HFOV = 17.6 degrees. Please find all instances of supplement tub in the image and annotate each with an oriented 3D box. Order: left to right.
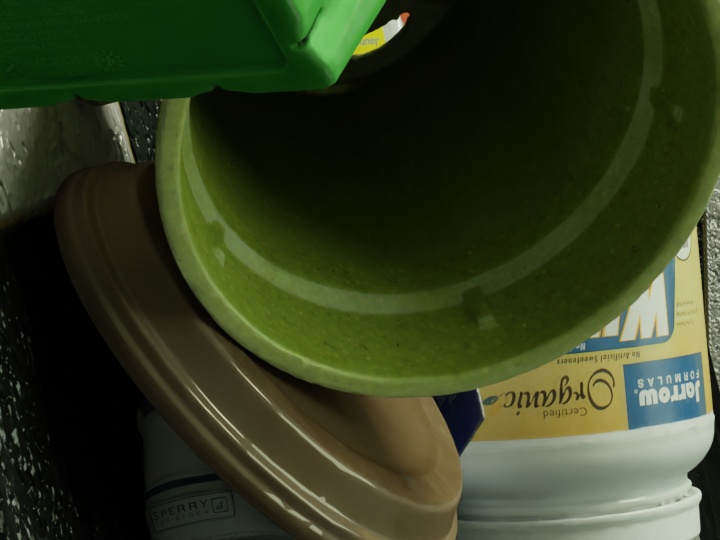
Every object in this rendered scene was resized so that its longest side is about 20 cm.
[{"bbox_3d":[0.088,0.027,1.079,0.145,0.145,0.200,-11,96,-77],"label":"supplement tub"}]

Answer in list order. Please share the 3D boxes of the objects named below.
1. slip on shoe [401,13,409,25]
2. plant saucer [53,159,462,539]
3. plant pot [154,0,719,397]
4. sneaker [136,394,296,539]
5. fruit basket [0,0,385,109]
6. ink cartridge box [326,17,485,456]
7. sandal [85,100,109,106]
[{"bbox_3d":[0.010,-0.093,1.166,0.200,0.061,0.074,150,-79,-76],"label":"slip on shoe"},{"bbox_3d":[-0.030,0.030,0.857,0.200,0.029,0.200,43,15,-14],"label":"plant saucer"},{"bbox_3d":[0.008,-0.088,0.842,0.184,0.200,0.200,-118,-176,-56],"label":"plant pot"},{"bbox_3d":[-0.029,0.076,0.915,0.200,0.073,0.071,30,51,-72],"label":"sneaker"},{"bbox_3d":[-0.071,-0.146,0.677,0.156,0.215,0.216,59,21,-50],"label":"fruit basket"},{"bbox_3d":[0.000,0.000,1.029,0.198,0.047,0.200,113,-29,-68],"label":"ink cartridge box"},{"bbox_3d":[-0.100,-0.169,0.869,0.078,0.070,0.212,-73,147,-66],"label":"sandal"}]
